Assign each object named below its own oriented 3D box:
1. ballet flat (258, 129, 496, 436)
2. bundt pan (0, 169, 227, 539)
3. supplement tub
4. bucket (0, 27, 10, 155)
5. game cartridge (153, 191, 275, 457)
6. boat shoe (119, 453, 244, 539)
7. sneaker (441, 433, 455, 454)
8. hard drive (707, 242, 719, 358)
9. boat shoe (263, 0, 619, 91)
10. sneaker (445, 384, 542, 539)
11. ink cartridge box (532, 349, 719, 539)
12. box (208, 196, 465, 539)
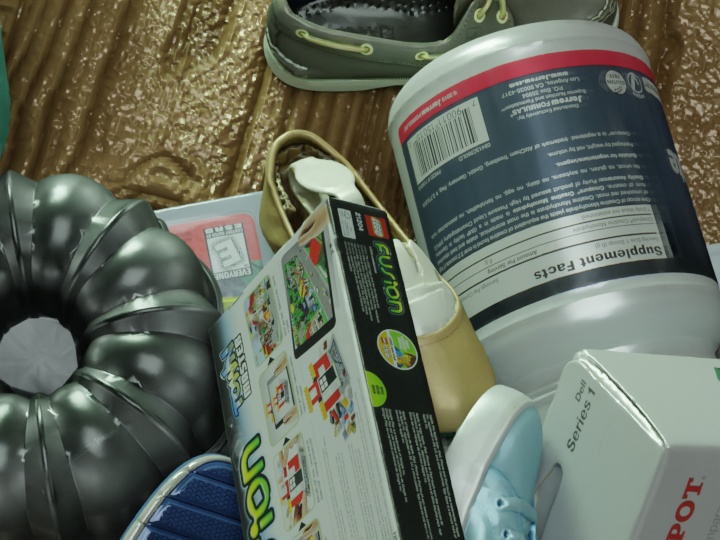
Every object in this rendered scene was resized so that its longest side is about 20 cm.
[{"bbox_3d":[0.000,0.000,0.886,0.068,0.063,0.200,-20,41,-20],"label":"ballet flat"},{"bbox_3d":[-0.156,0.040,0.902,0.201,0.076,0.203,1,71,-4],"label":"bundt pan"},{"bbox_3d":[0.100,-0.010,0.938,0.140,0.140,0.201,-11,71,-8],"label":"supplement tub"},{"bbox_3d":[-0.273,-0.107,0.952,0.206,0.135,0.208,1,69,-3],"label":"bucket"},{"bbox_3d":[-0.091,0.034,0.966,0.199,0.041,0.134,-11,75,-8],"label":"game cartridge"},{"bbox_3d":[-0.105,0.178,0.875,0.072,0.072,0.201,26,82,-16],"label":"boat shoe"},{"bbox_3d":[-0.011,0.139,0.883,0.087,0.076,0.201,25,95,15],"label":"sneaker"},{"bbox_3d":[0.287,0.033,0.996,0.199,0.027,0.133,-11,70,-8],"label":"hard drive"},{"bbox_3d":[0.048,-0.140,1.025,0.200,0.060,0.072,-6,70,-6],"label":"boat shoe"},{"bbox_3d":[0.062,0.153,0.801,0.082,0.074,0.201,12,84,18],"label":"sneaker"},{"bbox_3d":[0.174,0.122,0.852,0.199,0.147,0.084,4,25,-27],"label":"ink cartridge box"},{"bbox_3d":[-0.012,0.081,0.805,0.035,0.110,0.201,12,50,-32],"label":"box"}]
